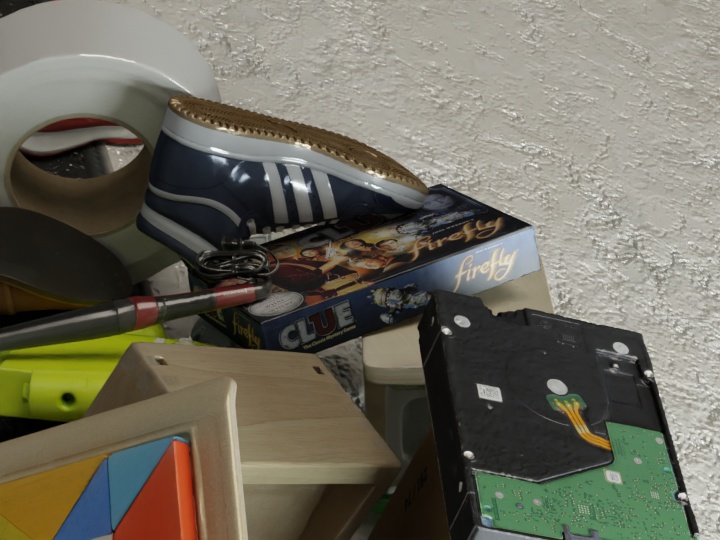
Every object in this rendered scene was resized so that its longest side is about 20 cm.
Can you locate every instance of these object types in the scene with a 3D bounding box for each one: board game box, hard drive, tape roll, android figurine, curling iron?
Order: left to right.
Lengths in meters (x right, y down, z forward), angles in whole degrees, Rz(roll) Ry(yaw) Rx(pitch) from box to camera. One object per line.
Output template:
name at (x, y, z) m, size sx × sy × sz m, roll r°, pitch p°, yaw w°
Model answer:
tape roll at (-0.190, -0.083, 1.507) m, size 0.202 × 0.203 × 0.071 m, roll 12°, pitch 36°, yaw -19°
android figurine at (-0.160, 0.065, 1.405) m, size 0.199 × 0.041 × 0.182 m, roll 4°, pitch 11°, yaw 1°
curling iron at (-0.146, 0.023, 1.389) m, size 0.200 × 0.026 × 0.050 m, roll -18°, pitch 45°, yaw -18°
board game box at (0.000, 0.000, 1.471) m, size 0.200 × 0.035 × 0.135 m, roll -20°, pitch 22°, yaw -21°
hard drive at (0.110, 0.098, 1.248) m, size 0.139 × 0.038 × 0.200 m, roll 11°, pitch 36°, yaw -16°

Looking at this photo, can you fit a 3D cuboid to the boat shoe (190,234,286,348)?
boat shoe at (-0.082, 0.049, 1.530) m, size 0.071 × 0.070 × 0.201 m, roll -3°, pitch 39°, yaw 3°

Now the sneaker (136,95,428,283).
sneaker at (-0.056, -0.042, 1.476) m, size 0.200 × 0.109 × 0.070 m, roll 14°, pitch 16°, yaw -29°

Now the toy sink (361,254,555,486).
toy sink at (0.066, 0.075, 1.477) m, size 0.130 × 0.112 × 0.200 m, roll -2°, pitch 21°, yaw 0°

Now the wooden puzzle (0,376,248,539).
wooden puzzle at (-0.142, 0.165, 1.163) m, size 0.037 × 0.185 × 0.201 m, roll 36°, pitch 42°, yaw -53°

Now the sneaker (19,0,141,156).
sneaker at (-0.186, -0.160, 1.683) m, size 0.078 × 0.116 × 0.200 m, roll 38°, pitch 36°, yaw 18°

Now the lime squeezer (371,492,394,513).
lime squeezer at (0.041, 0.147, 1.505) m, size 0.071 × 0.038 × 0.200 m, roll 12°, pitch 21°, yaw 41°

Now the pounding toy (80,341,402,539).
pounding toy at (-0.123, 0.137, 1.299) m, size 0.184 × 0.200 × 0.142 m, roll 7°, pitch 36°, yaw -49°

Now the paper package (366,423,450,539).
paper package at (0.085, 0.178, 1.335) m, size 0.103 × 0.200 × 0.191 m, roll 15°, pitch 36°, yaw -14°

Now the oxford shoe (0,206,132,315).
oxford shoe at (-0.250, 0.002, 1.471) m, size 0.200 × 0.071 × 0.071 m, roll 10°, pitch 44°, yaw -30°
